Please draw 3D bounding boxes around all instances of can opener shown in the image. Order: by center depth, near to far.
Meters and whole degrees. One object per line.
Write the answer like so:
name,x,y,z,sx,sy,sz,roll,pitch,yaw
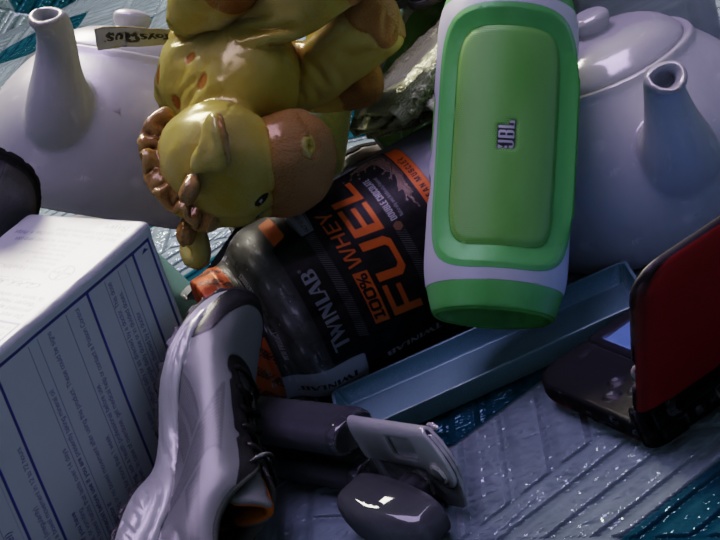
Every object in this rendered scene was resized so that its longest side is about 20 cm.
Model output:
can opener,-0.014,0.105,0.968,0.066,0.053,0.200,-37,22,-26

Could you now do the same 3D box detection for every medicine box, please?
medicine box,-0.186,0.096,0.989,0.102,0.183,0.200,5,35,36

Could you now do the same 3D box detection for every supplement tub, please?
supplement tub,0.000,0.000,1.110,0.199,0.123,0.122,-30,20,-10

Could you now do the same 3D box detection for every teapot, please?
teapot,0.170,-0.102,1.123,0.199,0.147,0.197,-10,25,39
teapot,-0.171,-0.112,1.242,0.196,0.147,0.200,9,2,-26

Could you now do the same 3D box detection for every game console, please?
game console,0.193,-0.012,0.912,0.199,0.119,0.172,-31,21,-16

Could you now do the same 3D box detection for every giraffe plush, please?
giraffe plush,-0.071,-0.097,1.058,0.199,0.173,0.163,-13,52,14

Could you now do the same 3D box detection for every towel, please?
towel,0.079,-0.159,1.155,0.200,0.037,0.148,-42,12,-12

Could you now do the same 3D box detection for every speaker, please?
speaker,0.084,-0.070,1.025,0.088,0.201,0.088,4,-11,1

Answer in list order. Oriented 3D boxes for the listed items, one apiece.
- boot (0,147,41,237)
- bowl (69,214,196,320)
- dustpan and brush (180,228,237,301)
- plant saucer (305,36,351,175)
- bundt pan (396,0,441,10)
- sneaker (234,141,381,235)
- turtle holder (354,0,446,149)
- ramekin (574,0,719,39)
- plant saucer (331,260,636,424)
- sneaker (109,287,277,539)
boot,-0.253,0.031,1.051,0.132,0.069,0.200,-90,26,-50
bowl,-0.228,0.029,1.340,0.200,0.105,0.201,-23,21,9
dustpan and brush,-0.076,-0.042,1.375,0.140,0.057,0.200,-55,-19,11
plant saucer,-0.023,-0.162,1.252,0.031,0.201,0.200,4,20,-5
bundt pan,0.081,-0.278,1.235,0.201,0.076,0.202,-33,22,15
sneaker,-0.011,-0.030,1.314,0.083,0.072,0.200,35,43,23
turtle holder,0.059,-0.170,1.314,0.140,0.186,0.132,-17,38,-33
ramekin,0.186,-0.223,1.318,0.097,0.201,0.201,-25,20,1
plant saucer,0.078,0.052,1.042,0.199,0.019,0.070,-25,20,4
sneaker,-0.077,0.102,0.974,0.079,0.074,0.201,-3,57,22
